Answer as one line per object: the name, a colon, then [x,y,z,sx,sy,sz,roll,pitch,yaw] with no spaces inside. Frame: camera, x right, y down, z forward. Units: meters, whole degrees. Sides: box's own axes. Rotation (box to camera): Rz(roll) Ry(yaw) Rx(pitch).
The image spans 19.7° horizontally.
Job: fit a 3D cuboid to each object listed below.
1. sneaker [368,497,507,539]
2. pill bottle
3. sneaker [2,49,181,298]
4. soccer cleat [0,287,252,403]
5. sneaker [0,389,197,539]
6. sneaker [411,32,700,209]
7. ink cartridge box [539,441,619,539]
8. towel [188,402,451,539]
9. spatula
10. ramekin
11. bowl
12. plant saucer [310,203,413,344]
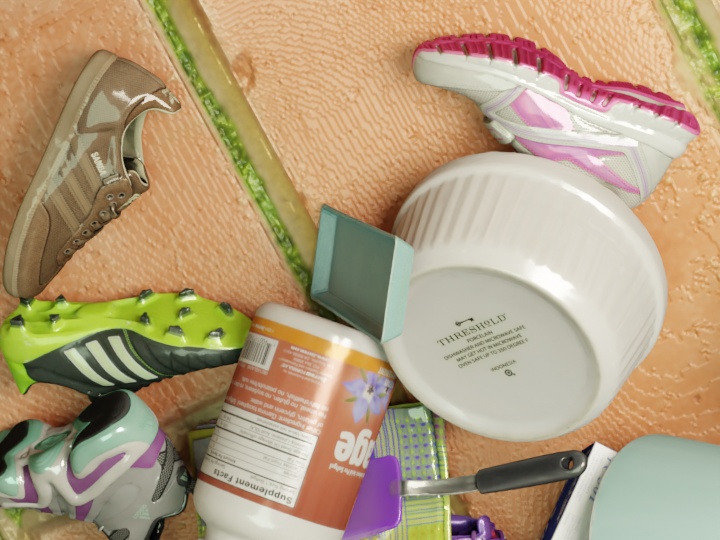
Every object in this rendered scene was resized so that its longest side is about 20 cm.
sneaker: [0.094,0.227,1.523,0.199,0.081,0.084,30,106,2]
pill bottle: [-0.051,0.132,1.467,0.112,0.112,0.201,19,87,6]
sneaker: [-0.195,-0.056,1.495,0.075,0.070,0.201,26,112,2]
soccer cleat: [-0.169,0.059,1.537,0.199,0.068,0.081,1,125,14]
sneaker: [-0.202,0.175,1.567,0.199,0.078,0.140,-17,122,40]
sneaker: [0.123,-0.098,1.406,0.199,0.081,0.089,22,110,5]
ink cartridge box: [0.136,0.223,1.454,0.044,0.094,0.201,25,81,3]
towel: [-0.031,0.174,1.525,0.199,0.023,0.144,-6,78,18]
spatula: [0.067,0.150,1.459,0.199,0.021,0.057,-12,67,22]
ramekin: [0.102,0.028,1.408,0.201,0.094,0.203,14,134,15]
bowl: [0.251,0.201,1.386,0.105,0.201,0.202,-15,105,39]
plant saucer: [0.000,0.000,1.408,0.019,0.200,0.070,6,96,-14]
